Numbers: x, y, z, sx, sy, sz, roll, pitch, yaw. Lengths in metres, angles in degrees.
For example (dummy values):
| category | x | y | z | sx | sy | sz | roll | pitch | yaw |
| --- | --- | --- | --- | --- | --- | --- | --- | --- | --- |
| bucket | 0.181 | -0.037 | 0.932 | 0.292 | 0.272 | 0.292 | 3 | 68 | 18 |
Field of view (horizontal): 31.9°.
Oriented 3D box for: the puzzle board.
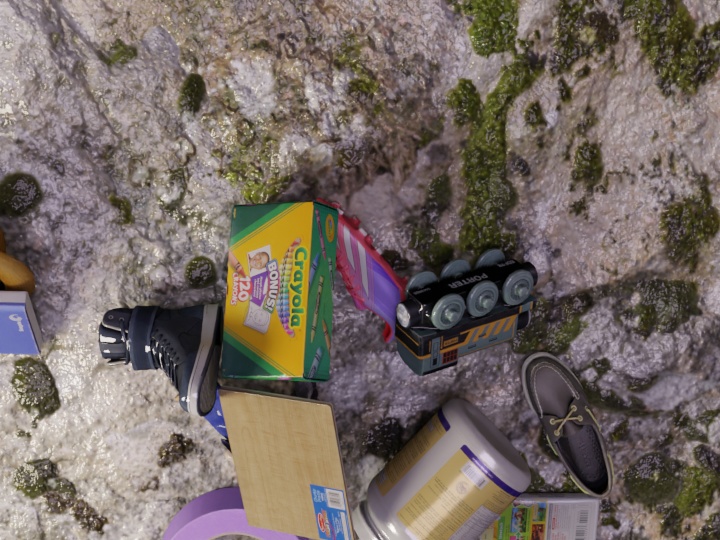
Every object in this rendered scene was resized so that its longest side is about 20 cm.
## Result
| category | x | y | z | sx | sy | sz | roll | pitch | yaw |
| --- | --- | --- | --- | --- | --- | --- | --- | --- | --- |
| puzzle board | -0.083 | 0.228 | 1.473 | 0.149 | 0.017 | 0.203 | 6 | 121 | 26 |

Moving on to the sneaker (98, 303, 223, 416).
| category | x | y | z | sx | sy | sz | roll | pitch | yaw |
| --- | --- | --- | --- | --- | --- | --- | --- | --- | --- |
| sneaker | -0.236 | 0.103 | 1.458 | 0.144 | 0.203 | 0.078 | 1 | 115 | -3 |

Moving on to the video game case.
| category | x | y | z | sx | sy | sz | roll | pitch | yaw |
| --- | --- | --- | --- | --- | --- | --- | --- | --- | --- |
| video game case | 0.219 | 0.390 | 1.664 | 0.179 | 0.023 | 0.203 | 1 | 106 | -5 |

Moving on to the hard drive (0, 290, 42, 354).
| category | x | y | z | sx | sy | sz | roll | pitch | yaw |
| --- | --- | --- | --- | --- | --- | --- | --- | --- | --- |
| hard drive | -0.481 | 0.061 | 1.471 | 0.196 | 0.132 | 0.026 | 1 | 62 | -5 |

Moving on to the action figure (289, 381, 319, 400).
| category | x | y | z | sx | sy | sz | roll | pitch | yaw |
| --- | --- | --- | --- | --- | --- | --- | --- | --- | --- |
| action figure | -0.067 | 0.146 | 1.524 | 0.068 | 0.130 | 0.204 | -2 | 91 | 1 |

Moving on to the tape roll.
| category | x | y | z | sx | sy | sz | roll | pitch | yaw |
| --- | --- | --- | --- | --- | --- | --- | --- | --- | --- |
| tape roll | -0.160 | 0.383 | 1.609 | 0.196 | 0.066 | 0.204 | -1 | 105 | -5 |

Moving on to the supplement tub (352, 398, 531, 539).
| category | x | y | z | sx | sy | sz | roll | pitch | yaw |
| --- | --- | --- | --- | --- | --- | --- | --- | --- | --- |
| supplement tub | 0.098 | 0.275 | 1.558 | 0.145 | 0.146 | 0.200 | 42 | 99 | -14 |

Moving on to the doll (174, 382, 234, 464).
| category | x | y | z | sx | sy | sz | roll | pitch | yaw |
| --- | --- | --- | --- | --- | --- | --- | --- | --- | --- |
| doll | -0.141 | 0.211 | 1.541 | 0.200 | 0.136 | 0.048 | 48 | 54 | -3 |

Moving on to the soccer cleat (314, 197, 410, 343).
| category | x | y | z | sx | sy | sz | roll | pitch | yaw |
| --- | --- | --- | --- | --- | --- | --- | --- | --- | --- |
| soccer cleat | 0.000 | 0.000 | 1.518 | 0.076 | 0.067 | 0.200 | -42 | 108 | 5 |

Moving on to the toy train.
| category | x | y | z | sx | sy | sz | roll | pitch | yaw |
| --- | --- | --- | --- | --- | --- | --- | --- | --- | --- |
| toy train | 0.127 | 0.050 | 1.511 | 0.198 | 0.085 | 0.116 | -17 | 126 | -29 |

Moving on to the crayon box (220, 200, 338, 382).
| category | x | y | z | sx | sy | sz | roll | pitch | yaw |
| --- | --- | --- | --- | --- | --- | --- | --- | --- | --- |
| crayon box | -0.093 | 0.026 | 1.457 | 0.117 | 0.058 | 0.204 | -2 | 81 | 31 |

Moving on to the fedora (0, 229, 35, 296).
| category | x | y | z | sx | sy | sz | roll | pitch | yaw |
| --- | --- | --- | --- | --- | --- | --- | --- | --- | --- |
| fedora | -0.471 | -0.015 | 1.450 | 0.197 | 0.201 | 0.083 | 1 | 64 | -5 |

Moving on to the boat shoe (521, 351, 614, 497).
| category | x | y | z | sx | sy | sz | roll | pitch | yaw |
| --- | --- | --- | --- | --- | --- | --- | --- | --- | --- |
| boat shoe | 0.267 | 0.196 | 1.594 | 0.071 | 0.060 | 0.204 | -28 | 106 | 3 |
